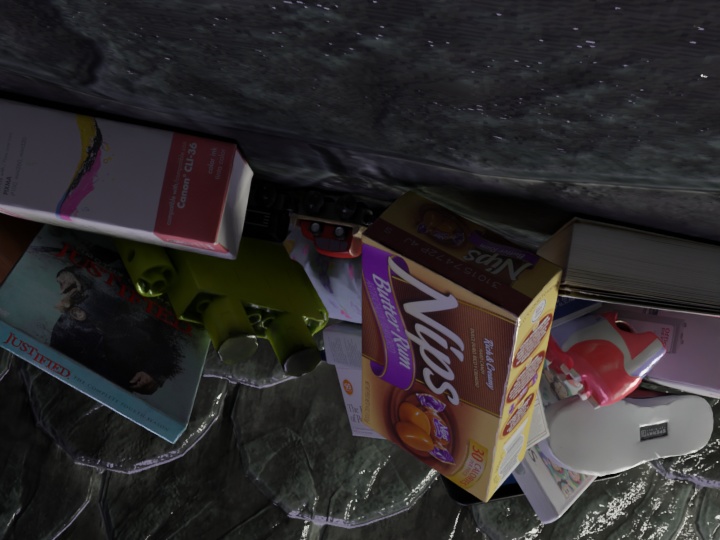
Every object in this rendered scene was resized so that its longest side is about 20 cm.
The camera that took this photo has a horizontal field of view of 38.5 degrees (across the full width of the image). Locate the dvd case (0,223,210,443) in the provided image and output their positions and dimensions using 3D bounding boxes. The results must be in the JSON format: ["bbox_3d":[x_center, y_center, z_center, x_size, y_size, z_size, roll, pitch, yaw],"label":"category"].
[{"bbox_3d":[-0.170,0.022,0.721,0.146,0.022,0.200,33,-159,-14],"label":"dvd case"}]

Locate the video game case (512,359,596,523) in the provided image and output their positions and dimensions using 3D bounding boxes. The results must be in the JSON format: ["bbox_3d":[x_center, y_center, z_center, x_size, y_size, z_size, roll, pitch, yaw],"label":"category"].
[{"bbox_3d":[0.170,0.121,0.984,0.024,0.182,0.200,-35,172,32],"label":"video game case"}]

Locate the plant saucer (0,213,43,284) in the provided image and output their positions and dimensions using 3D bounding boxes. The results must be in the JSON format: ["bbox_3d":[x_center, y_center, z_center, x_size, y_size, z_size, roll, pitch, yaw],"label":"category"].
[{"bbox_3d":[-0.231,-0.023,0.783,0.200,0.032,0.201,33,-156,-17],"label":"plant saucer"}]

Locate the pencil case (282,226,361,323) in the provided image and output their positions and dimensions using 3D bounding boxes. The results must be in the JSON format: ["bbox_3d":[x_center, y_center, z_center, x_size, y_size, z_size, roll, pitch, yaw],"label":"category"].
[{"bbox_3d":[0.000,0.000,0.858,0.091,0.083,0.200,60,159,-15],"label":"pencil case"}]

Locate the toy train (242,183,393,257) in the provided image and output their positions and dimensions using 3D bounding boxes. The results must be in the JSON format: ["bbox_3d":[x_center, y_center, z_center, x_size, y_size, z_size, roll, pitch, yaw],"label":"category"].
[{"bbox_3d":[-0.017,-0.031,0.753,0.199,0.046,0.034,10,176,23],"label":"toy train"}]

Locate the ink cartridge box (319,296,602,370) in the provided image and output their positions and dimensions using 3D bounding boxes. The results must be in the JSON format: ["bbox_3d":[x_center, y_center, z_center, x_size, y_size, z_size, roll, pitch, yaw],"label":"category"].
[{"bbox_3d":[0.073,0.039,0.913,0.196,0.043,0.200,-20,-167,-29],"label":"ink cartridge box"}]

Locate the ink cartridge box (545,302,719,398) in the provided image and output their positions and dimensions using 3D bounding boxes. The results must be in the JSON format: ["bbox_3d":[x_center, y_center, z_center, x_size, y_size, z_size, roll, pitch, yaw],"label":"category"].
[{"bbox_3d":[0.296,0.070,0.980,0.200,0.083,0.146,9,175,46],"label":"ink cartridge box"}]

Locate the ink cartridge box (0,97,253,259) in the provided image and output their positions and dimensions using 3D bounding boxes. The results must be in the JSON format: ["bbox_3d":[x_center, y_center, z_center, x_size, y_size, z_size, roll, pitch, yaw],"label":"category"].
[{"bbox_3d":[-0.177,-0.061,0.670,0.199,0.068,0.116,11,176,0],"label":"ink cartridge box"}]

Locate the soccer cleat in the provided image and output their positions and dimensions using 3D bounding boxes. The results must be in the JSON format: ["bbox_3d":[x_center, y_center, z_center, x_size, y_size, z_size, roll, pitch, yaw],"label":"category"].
[{"bbox_3d":[0.198,0.061,0.899,0.067,0.076,0.200,57,-179,-13],"label":"soccer cleat"}]

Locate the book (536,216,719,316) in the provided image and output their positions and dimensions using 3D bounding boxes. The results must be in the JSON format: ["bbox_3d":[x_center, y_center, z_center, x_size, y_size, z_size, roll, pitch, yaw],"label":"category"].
[{"bbox_3d":[0.223,0.009,0.681,0.199,0.048,0.134,9,178,1],"label":"book"}]

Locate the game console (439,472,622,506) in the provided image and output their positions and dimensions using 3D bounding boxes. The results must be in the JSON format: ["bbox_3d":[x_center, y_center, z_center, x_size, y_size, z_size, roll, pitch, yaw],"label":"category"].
[{"bbox_3d":[0.163,0.124,1.058,0.199,0.177,0.116,-5,-166,-21],"label":"game console"}]

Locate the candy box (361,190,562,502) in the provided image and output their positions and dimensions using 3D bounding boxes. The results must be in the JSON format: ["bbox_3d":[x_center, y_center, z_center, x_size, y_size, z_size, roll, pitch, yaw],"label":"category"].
[{"bbox_3d":[0.061,0.056,0.693,0.116,0.056,0.200,30,144,25],"label":"candy box"}]

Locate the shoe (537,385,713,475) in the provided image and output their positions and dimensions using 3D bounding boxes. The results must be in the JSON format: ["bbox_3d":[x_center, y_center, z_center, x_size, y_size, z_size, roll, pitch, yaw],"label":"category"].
[{"bbox_3d":[0.220,0.139,0.941,0.199,0.072,0.091,0,-178,-31],"label":"shoe"}]

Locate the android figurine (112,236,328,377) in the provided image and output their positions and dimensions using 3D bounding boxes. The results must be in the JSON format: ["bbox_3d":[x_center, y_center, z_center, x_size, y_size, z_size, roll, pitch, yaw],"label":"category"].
[{"bbox_3d":[-0.104,-0.003,0.792,0.182,0.041,0.200,16,-149,-44],"label":"android figurine"}]

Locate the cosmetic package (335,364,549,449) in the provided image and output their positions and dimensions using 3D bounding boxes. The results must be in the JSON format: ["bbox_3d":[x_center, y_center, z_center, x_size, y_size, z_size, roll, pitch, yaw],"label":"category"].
[{"bbox_3d":[0.064,0.106,0.898,0.051,0.083,0.200,-19,-170,-41],"label":"cosmetic package"}]
